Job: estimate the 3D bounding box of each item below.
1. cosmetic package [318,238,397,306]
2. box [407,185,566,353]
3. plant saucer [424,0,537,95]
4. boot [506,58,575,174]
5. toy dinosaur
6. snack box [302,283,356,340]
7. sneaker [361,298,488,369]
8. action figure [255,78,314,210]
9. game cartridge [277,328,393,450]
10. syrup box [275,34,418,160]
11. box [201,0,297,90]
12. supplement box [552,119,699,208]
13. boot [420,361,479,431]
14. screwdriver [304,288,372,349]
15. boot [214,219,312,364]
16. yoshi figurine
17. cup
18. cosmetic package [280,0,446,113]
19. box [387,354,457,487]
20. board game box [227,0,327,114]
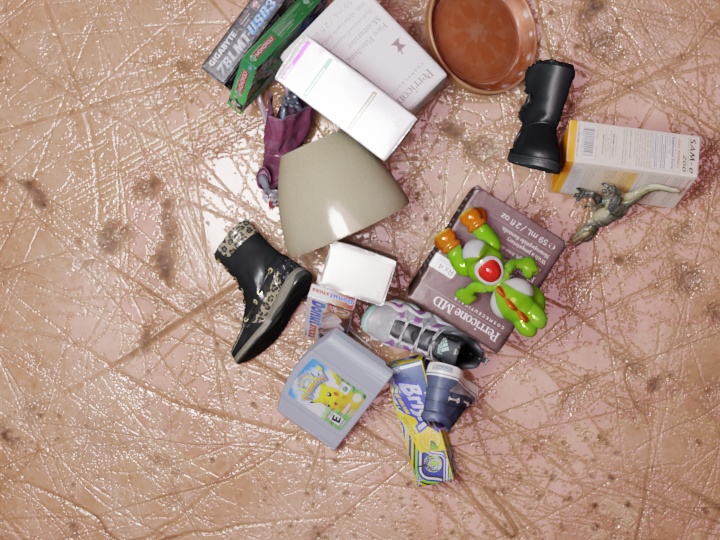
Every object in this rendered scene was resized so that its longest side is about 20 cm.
[{"bbox_3d":[0.000,0.000,1.666,0.103,0.200,0.073,19,92,1],"label":"cosmetic package"},{"bbox_3d":[0.192,-0.005,1.675,0.166,0.164,0.200,31,94,0],"label":"box"},{"bbox_3d":[0.187,-0.372,1.685,0.200,0.032,0.201,3,84,-27],"label":"plant saucer"},{"bbox_3d":[0.279,-0.237,1.641,0.076,0.200,0.169,14,99,-2],"label":"boot"},{"bbox_3d":[0.388,-0.104,1.668,0.088,0.200,0.048,27,53,-27],"label":"toy dinosaur"},{"bbox_3d":[-0.050,0.073,1.678,0.072,0.200,0.024,19,69,2],"label":"snack box"},{"bbox_3d":[0.109,0.106,1.667,0.199,0.140,0.078,13,99,-22],"label":"sneaker"},{"bbox_3d":[-0.134,-0.187,1.712,0.149,0.134,0.201,36,126,35],"label":"action figure"},{"bbox_3d":[-0.049,0.188,1.714,0.133,0.040,0.200,36,125,4],"label":"game cartridge"},{"bbox_3d":[-0.019,-0.247,1.550,0.200,0.079,0.082,38,98,0],"label":"syrup box"},{"bbox_3d":[-0.153,-0.365,1.655,0.050,0.199,0.200,36,94,-1],"label":"box"},{"bbox_3d":[0.408,-0.164,1.670,0.199,0.126,0.074,8,72,1],"label":"supplement box"},{"bbox_3d":[0.132,0.207,1.669,0.072,0.200,0.091,9,75,21],"label":"boot"},{"bbox_3d":[-0.056,0.061,1.756,0.200,0.028,0.029,36,123,4],"label":"screwdriver"},{"bbox_3d":[-0.181,0.035,1.745,0.154,0.073,0.204,44,115,18],"label":"boot"},{"bbox_3d":[0.199,0.011,1.561,0.112,0.112,0.200,-27,75,-35],"label":"yoshi figurine"},{"bbox_3d":[-0.044,-0.126,1.614,0.200,0.200,0.144,-23,96,4],"label":"cup"},{"bbox_3d":[0.009,-0.307,1.666,0.200,0.165,0.165,45,95,-1],"label":"cosmetic package"},{"bbox_3d":[0.099,0.239,1.737,0.064,0.070,0.201,-15,92,11],"label":"box"},{"bbox_3d":[-0.123,-0.342,1.644,0.029,0.135,0.200,38,62,0],"label":"board game box"}]
